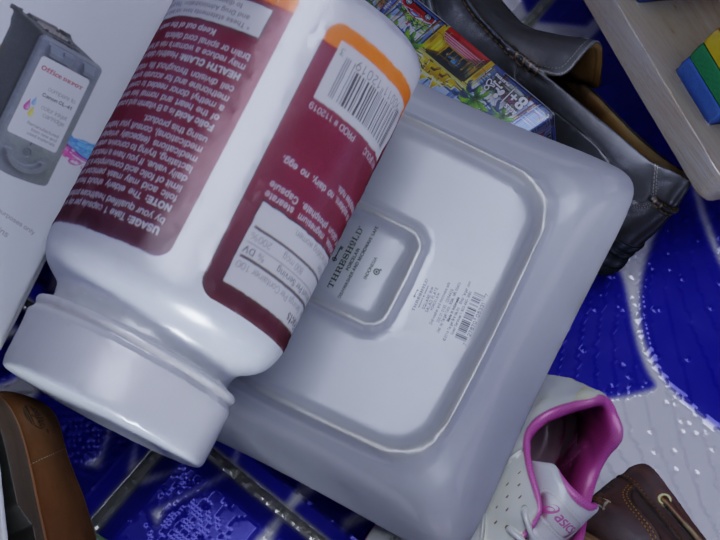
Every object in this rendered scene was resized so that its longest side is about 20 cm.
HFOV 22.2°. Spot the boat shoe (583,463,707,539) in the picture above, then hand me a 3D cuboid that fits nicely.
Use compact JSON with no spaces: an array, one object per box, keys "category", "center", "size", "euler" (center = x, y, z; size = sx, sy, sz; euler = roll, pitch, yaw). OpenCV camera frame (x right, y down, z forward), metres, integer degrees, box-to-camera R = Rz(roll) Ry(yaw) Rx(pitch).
[{"category":"boat shoe","center":[0.180,0.177,0.863],"size":[0.070,0.071,0.200],"euler":[-37,76,-22]}]

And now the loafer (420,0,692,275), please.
[{"category":"loafer","center":[0.100,-0.098,0.967],"size":[0.201,0.072,0.073],"euler":[56,28,11]}]

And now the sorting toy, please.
[{"category":"sorting toy","center":[0.218,-0.152,0.986],"size":[0.197,0.070,0.201],"euler":[-11,65,-39]}]

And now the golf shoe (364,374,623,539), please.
[{"category":"golf shoe","center":[0.055,0.128,0.847],"size":[0.075,0.091,0.201],"euler":[42,60,-30]}]

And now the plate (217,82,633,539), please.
[{"category":"plate","center":[0.000,0.000,0.849],"size":[0.198,0.032,0.201],"euler":[25,78,12]}]

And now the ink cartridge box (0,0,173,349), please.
[{"category":"ink cartridge box","center":[-0.183,-0.051,0.858],"size":[0.085,0.147,0.202],"euler":[32,61,-20]}]

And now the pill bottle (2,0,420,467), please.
[{"category":"pill bottle","center":[-0.065,-0.026,0.787],"size":[0.113,0.114,0.201],"euler":[26,79,4]}]

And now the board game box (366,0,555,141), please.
[{"category":"board game box","center":[-0.040,-0.058,0.919],"size":[0.200,0.062,0.200],"euler":[41,81,17]}]

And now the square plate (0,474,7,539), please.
[{"category":"square plate","center":[-0.231,0.174,0.743],"size":[0.198,0.028,0.201],"euler":[-9,83,-2]}]

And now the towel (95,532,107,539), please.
[{"category":"towel","center":[-0.165,0.174,0.811],"size":[0.199,0.031,0.150],"euler":[33,61,-6]}]

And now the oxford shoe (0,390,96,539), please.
[{"category":"oxford shoe","center":[-0.134,0.148,0.784],"size":[0.071,0.071,0.202],"euler":[-14,80,28]}]
